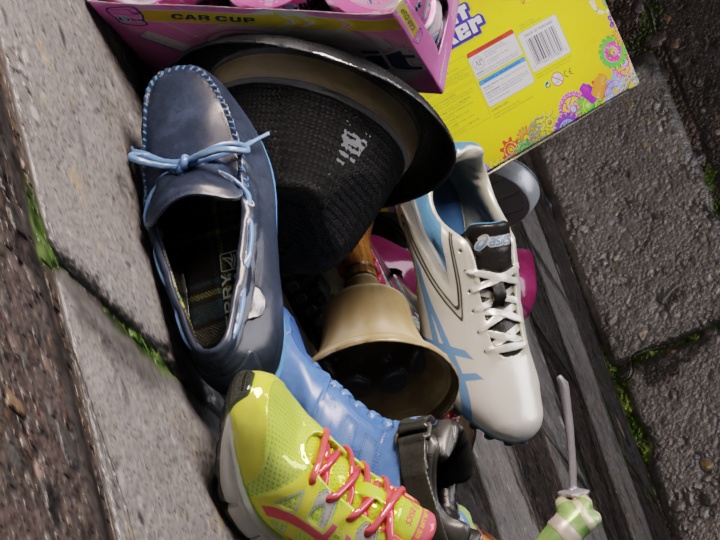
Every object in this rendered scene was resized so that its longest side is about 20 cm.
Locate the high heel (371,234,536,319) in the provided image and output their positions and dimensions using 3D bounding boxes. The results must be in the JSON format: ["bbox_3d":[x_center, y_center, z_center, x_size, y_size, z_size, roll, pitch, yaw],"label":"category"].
[{"bbox_3d":[0.044,-0.010,1.782,0.200,0.067,0.096,26,61,-21],"label":"high heel"}]

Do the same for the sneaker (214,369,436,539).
[{"bbox_3d":[-0.007,0.126,1.301,0.200,0.090,0.078,60,30,-31],"label":"sneaker"}]

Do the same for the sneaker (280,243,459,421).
[{"bbox_3d":[0.010,0.034,1.693,0.075,0.080,0.200,-96,161,-67],"label":"sneaker"}]

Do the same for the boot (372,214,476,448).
[{"bbox_3d":[0.038,0.056,1.818,0.097,0.075,0.200,-58,127,-82],"label":"boot"}]

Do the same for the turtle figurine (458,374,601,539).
[{"bbox_3d":[0.094,0.169,1.658,0.194,0.144,0.200,64,13,-52],"label":"turtle figurine"}]

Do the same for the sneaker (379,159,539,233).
[{"bbox_3d":[0.061,-0.071,1.835,0.073,0.200,0.071,54,57,-28],"label":"sneaker"}]

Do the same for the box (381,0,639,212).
[{"bbox_3d":[0.049,-0.137,1.735,0.193,0.200,0.122,3,-60,64],"label":"box"}]

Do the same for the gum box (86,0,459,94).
[{"bbox_3d":[-0.043,-0.159,1.451,0.114,0.199,0.066,48,49,-65],"label":"gum box"}]

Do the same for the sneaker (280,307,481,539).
[{"bbox_3d":[0.005,0.095,1.422,0.077,0.111,0.200,49,20,-62],"label":"sneaker"}]

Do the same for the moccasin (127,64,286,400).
[{"bbox_3d":[-0.079,-0.031,1.337,0.068,0.080,0.200,49,20,-62],"label":"moccasin"}]

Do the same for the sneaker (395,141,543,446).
[{"bbox_3d":[0.074,0.013,1.575,0.072,0.072,0.201,-35,-111,57],"label":"sneaker"}]

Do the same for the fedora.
[{"bbox_3d":[-0.040,-0.056,1.462,0.201,0.200,0.092,53,48,-56],"label":"fedora"}]

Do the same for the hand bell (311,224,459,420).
[{"bbox_3d":[0.000,0.000,1.579,0.104,0.104,0.200,57,19,-47],"label":"hand bell"}]
